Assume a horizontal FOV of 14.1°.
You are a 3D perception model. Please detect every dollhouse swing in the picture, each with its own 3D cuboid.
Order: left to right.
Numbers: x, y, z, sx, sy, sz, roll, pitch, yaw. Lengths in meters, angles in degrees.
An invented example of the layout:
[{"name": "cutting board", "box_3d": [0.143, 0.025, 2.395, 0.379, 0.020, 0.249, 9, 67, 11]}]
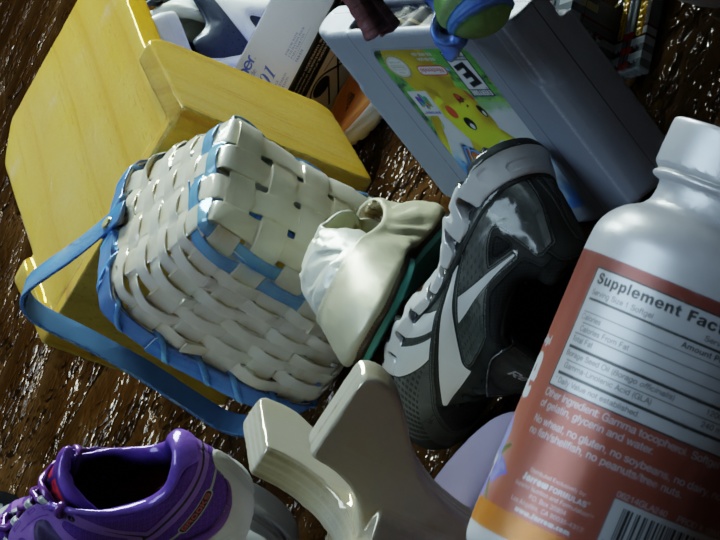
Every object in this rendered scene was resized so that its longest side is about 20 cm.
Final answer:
[{"name": "dollhouse swing", "box_3d": [-0.115, -0.061, 1.849, 0.200, 0.182, 0.176, -57, 23, 31]}]

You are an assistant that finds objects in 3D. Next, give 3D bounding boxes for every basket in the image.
[{"name": "basket", "box_3d": [-0.081, 0.014, 1.715, 0.200, 0.176, 0.139, -40, 30, 37]}]

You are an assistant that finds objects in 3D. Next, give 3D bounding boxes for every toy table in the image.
[{"name": "toy table", "box_3d": [0.002, 0.140, 1.430, 0.200, 0.117, 0.184, -62, 20, 13]}]

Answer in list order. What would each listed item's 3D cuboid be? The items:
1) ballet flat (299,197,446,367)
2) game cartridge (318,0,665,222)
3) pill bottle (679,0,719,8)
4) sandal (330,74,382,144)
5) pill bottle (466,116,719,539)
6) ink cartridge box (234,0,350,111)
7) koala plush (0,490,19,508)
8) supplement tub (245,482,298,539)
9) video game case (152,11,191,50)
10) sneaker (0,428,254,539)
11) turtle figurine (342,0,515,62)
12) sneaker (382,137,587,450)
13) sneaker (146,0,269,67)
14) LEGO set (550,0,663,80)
[{"name": "ballet flat", "box_3d": [0.000, 0.000, 1.561, 0.070, 0.069, 0.200, -62, -4, 17]}, {"name": "game cartridge", "box_3d": [0.069, -0.082, 1.461, 0.040, 0.133, 0.200, -50, 23, -17]}, {"name": "pill bottle", "box_3d": [0.184, -0.231, 1.357, 0.200, 0.113, 0.113, -58, 22, 27]}, {"name": "sandal", "box_3d": [0.016, -0.151, 1.793, 0.207, 0.059, 0.079, -50, 26, 41]}, {"name": "pill bottle", "box_3d": [0.130, 0.044, 1.203, 0.200, 0.112, 0.112, -67, 19, 0]}, {"name": "ink cartridge box", "box_3d": [-0.011, -0.180, 1.848, 0.200, 0.044, 0.094, -62, -21, 16]}, {"name": "koala plush", "box_3d": [-0.213, 0.210, 1.795, 0.177, 0.200, 0.184, -16, 54, 65]}, {"name": "supplement tub", "box_3d": [-0.103, 0.221, 1.575, 0.145, 0.145, 0.200, -47, 28, 45]}, {"name": "video game case", "box_3d": [-0.128, -0.051, 1.947, 0.182, 0.023, 0.200, -32, 79, 59]}, {"name": "sneaker", "box_3d": [-0.154, 0.125, 1.524, 0.200, 0.083, 0.081, -22, 44, 19]}, {"name": "turtle figurine", "box_3d": [0.031, -0.216, 1.332, 0.194, 0.144, 0.200, 51, 157, 24]}, {"name": "sneaker", "box_3d": [0.066, 0.034, 1.442, 0.091, 0.066, 0.200, 56, 143, 33]}, {"name": "sneaker", "box_3d": [-0.082, -0.181, 1.978, 0.079, 0.130, 0.199, -35, 38, 54]}, {"name": "LEGO set", "box_3d": [0.065, -0.154, 1.504, 0.154, 0.200, 0.116, -8, 61, 45]}]
